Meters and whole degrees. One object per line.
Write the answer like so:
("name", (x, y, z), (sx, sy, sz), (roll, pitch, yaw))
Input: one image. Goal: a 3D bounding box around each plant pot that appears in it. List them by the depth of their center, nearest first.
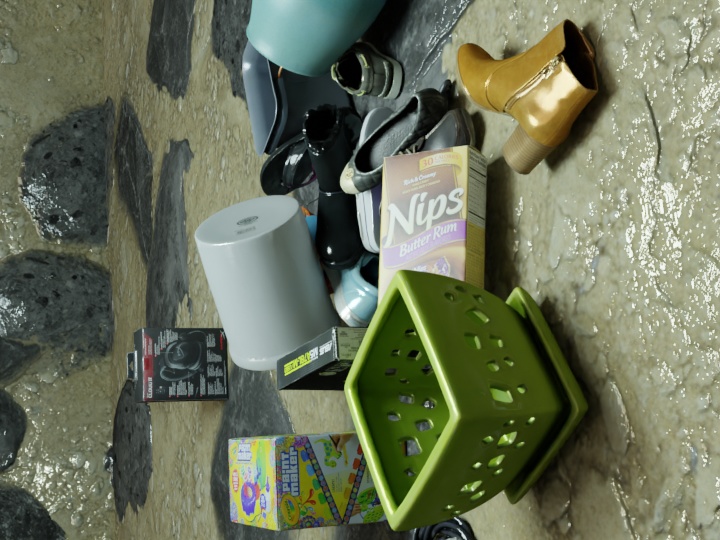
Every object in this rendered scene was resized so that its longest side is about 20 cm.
("plant pot", (0.113, 0.135, 1.112), (0.200, 0.180, 0.201), (-112, 34, -40))
("plant pot", (-0.064, -0.383, 1.472), (0.188, 0.199, 0.201), (-60, 36, 30))

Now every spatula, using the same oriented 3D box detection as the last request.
("spatula", (0.077, -0.162, 1.382), (0.021, 0.056, 0.201), (38, 122, 19))

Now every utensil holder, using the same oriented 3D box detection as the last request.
("utensil holder", (-0.134, 0.014, 1.515), (0.170, 0.169, 0.201), (35, 145, 61))

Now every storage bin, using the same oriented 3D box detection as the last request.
("storage bin", (-0.095, -0.288, 1.641), (0.146, 0.134, 0.201), (121, 142, -53))

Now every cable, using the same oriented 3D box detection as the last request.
("cable", (0.092, 0.400, 1.297), (0.163, 0.051, 0.201), (-124, 41, -52))

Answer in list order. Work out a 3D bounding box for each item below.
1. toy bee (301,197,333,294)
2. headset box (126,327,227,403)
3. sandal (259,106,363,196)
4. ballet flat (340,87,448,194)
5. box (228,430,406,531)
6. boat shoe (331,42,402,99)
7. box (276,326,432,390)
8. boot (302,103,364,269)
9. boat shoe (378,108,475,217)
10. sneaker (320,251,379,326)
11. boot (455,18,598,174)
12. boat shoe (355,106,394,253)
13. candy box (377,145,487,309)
("toy bee", (-0.089, -0.054, 1.654), (0.131, 0.108, 0.201), (56, -148, -48))
("headset box", (-0.376, 0.193, 2.151), (0.077, 0.199, 0.150), (159, 110, -63))
("sandal", (-0.079, -0.171, 1.596), (0.200, 0.075, 0.048), (-38, 43, 26))
("ballet flat", (0.032, -0.169, 1.356), (0.200, 0.057, 0.067), (-43, 57, 36))
("box", (-0.063, 0.288, 1.473), (0.200, 0.192, 0.123), (160, 110, -64))
("boat shoe", (-0.006, -0.295, 1.540), (0.202, 0.060, 0.073), (-139, 55, -59))
("box", (0.020, 0.112, 1.293), (0.193, 0.199, 0.048), (143, 126, -58))
("boot", (-0.038, -0.123, 1.482), (0.163, 0.073, 0.199), (75, -165, -47))
("boat shoe", (0.081, -0.120, 1.325), (0.200, 0.073, 0.075), (117, 145, -43))
("sneaker", (0.000, 0.000, 1.524), (0.082, 0.074, 0.200), (-42, 38, 18))
("boot", (0.182, -0.218, 1.133), (0.144, 0.070, 0.202), (-55, 44, 41))
("boat shoe", (0.019, -0.123, 1.460), (0.065, 0.073, 0.201), (0, 87, 61))
("candy box", (0.083, -0.038, 1.231), (0.116, 0.056, 0.201), (-5, 75, 32))
